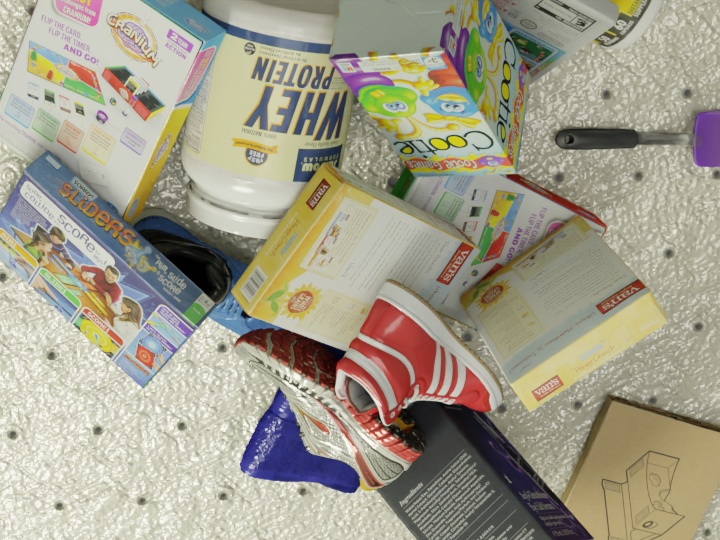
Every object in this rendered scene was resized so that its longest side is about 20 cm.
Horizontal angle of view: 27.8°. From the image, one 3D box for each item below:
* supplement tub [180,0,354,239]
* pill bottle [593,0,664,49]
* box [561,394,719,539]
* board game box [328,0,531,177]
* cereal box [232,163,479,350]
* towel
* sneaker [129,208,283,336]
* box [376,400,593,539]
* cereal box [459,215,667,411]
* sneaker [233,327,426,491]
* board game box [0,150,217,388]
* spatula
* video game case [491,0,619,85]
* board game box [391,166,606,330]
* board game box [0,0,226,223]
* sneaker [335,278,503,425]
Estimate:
[{"bbox_3d":[-0.080,-0.142,1.280,0.144,0.145,0.201,6,110,-13],"label":"supplement tub"},{"bbox_3d":[0.168,-0.282,1.290,0.199,0.111,0.112,20,107,-16],"label":"pill bottle"},{"bbox_3d":[0.301,0.243,1.571,0.163,0.021,0.201,16,107,-16],"label":"box"},{"bbox_3d":[0.065,-0.172,1.244,0.104,0.104,0.200,-1,155,25],"label":"board game box"},{"bbox_3d":[0.000,0.000,1.298,0.200,0.040,0.144,24,108,-47],"label":"cereal box"},{"bbox_3d":[-0.025,0.123,1.443,0.147,0.050,0.201,16,108,-38],"label":"towel"},{"bbox_3d":[-0.130,0.024,1.355,0.200,0.111,0.077,37,101,-22],"label":"sneaker"},{"bbox_3d":[0.111,0.223,1.409,0.104,0.148,0.200,-45,70,11],"label":"box"},{"bbox_3d":[0.176,0.034,1.307,0.144,0.200,0.040,-34,113,5],"label":"cereal box"},{"bbox_3d":[-0.040,0.129,1.344,0.200,0.078,0.082,39,110,3],"label":"sneaker"},{"bbox_3d":[-0.235,0.003,1.294,0.200,0.034,0.135,43,140,-3],"label":"board game box"},{"bbox_3d":[0.286,-0.128,1.420,0.199,0.021,0.057,-1,99,-7],"label":"spatula"},{"bbox_3d":[0.095,-0.231,1.276,0.199,0.182,0.024,25,64,-19],"label":"video game case"},{"bbox_3d":[0.116,-0.024,1.412,0.199,0.040,0.153,25,105,-19],"label":"board game box"},{"bbox_3d":[-0.220,-0.160,1.241,0.153,0.040,0.200,35,121,6],"label":"board game box"},{"bbox_3d":[0.050,0.104,1.313,0.113,0.071,0.200,-55,133,-11],"label":"sneaker"}]
